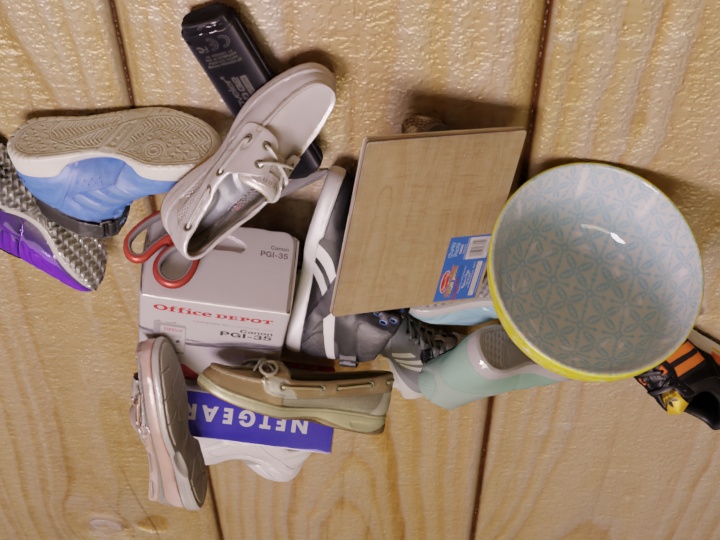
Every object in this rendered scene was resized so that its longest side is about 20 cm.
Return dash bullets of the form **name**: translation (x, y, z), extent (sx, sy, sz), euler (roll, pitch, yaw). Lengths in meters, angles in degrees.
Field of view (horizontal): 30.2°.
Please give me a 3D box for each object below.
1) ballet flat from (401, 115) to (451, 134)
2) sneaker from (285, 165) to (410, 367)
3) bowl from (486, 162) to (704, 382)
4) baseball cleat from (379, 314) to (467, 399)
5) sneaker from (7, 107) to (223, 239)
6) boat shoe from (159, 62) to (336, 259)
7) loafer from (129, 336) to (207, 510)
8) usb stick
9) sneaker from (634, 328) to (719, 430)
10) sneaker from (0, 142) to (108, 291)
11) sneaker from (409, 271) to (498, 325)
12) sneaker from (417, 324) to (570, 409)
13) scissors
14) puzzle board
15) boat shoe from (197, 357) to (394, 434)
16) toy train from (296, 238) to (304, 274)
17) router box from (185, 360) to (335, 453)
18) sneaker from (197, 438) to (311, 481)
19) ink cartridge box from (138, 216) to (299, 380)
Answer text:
- **ballet flat**: translation (0.078, -0.072, 1.228), extent (0.046, 0.068, 0.201), euler (29, 163, 38)
- **sneaker**: translation (0.000, 0.000, 1.271), extent (0.110, 0.073, 0.202), euler (15, 122, 1)
- **bowl**: translation (0.203, 0.015, 1.220), extent (0.197, 0.203, 0.108), euler (7, 158, -3)
- **baseball cleat**: translation (0.064, 0.071, 1.414), extent (0.105, 0.071, 0.201), euler (-10, 151, 8)
- **sneaker**: translation (-0.212, -0.083, 1.218), extent (0.197, 0.078, 0.112), euler (-1, 143, 7)
- **boat shoe**: translation (-0.086, -0.086, 1.132), extent (0.200, 0.070, 0.070), euler (-47, 132, 14)
- **loafer**: translation (-0.199, 0.155, 1.301), extent (0.062, 0.072, 0.202), euler (-3, 123, 11)
- **usb stick**: translation (-0.091, -0.149, 1.153), extent (0.055, 0.033, 0.201), euler (-9, 141, 21)
- **sneaker**: translation (0.317, 0.101, 1.393), extent (0.198, 0.091, 0.070), euler (25, 139, -25)
- **sneaker**: translation (-0.333, -0.048, 1.295), extent (0.098, 0.070, 0.200), euler (-12, 137, 32)
- **sneaker**: translation (0.138, 0.015, 1.331), extent (0.197, 0.075, 0.082), euler (-2, 165, 9)
- **sneaker**: translation (0.145, 0.096, 1.389), extent (0.199, 0.075, 0.118), euler (2, 156, -45)
- **scissors**: translation (-0.125, -0.058, 1.222), extent (0.073, 0.199, 0.014), euler (46, 162, 16)
- **puzzle board**: translation (0.056, -0.043, 1.190), extent (0.148, 0.018, 0.202), euler (-6, 135, -20)
- **boat shoe**: translation (-0.061, 0.110, 1.295), extent (0.198, 0.064, 0.073), euler (14, -178, -20)
- **toy train**: translation (-0.090, -0.017, 1.329), extent (0.197, 0.034, 0.046), euler (0, 141, 6)
- **router box**: translation (-0.124, 0.136, 1.431), extent (0.197, 0.180, 0.050), euler (8, 99, -4)
- **sneaker**: translation (-0.138, 0.183, 1.581), extent (0.198, 0.079, 0.099), euler (16, 136, -29)
- **ink cartridge box**: translation (-0.143, 0.036, 1.300), extent (0.144, 0.084, 0.201), euler (8, 154, -5)
